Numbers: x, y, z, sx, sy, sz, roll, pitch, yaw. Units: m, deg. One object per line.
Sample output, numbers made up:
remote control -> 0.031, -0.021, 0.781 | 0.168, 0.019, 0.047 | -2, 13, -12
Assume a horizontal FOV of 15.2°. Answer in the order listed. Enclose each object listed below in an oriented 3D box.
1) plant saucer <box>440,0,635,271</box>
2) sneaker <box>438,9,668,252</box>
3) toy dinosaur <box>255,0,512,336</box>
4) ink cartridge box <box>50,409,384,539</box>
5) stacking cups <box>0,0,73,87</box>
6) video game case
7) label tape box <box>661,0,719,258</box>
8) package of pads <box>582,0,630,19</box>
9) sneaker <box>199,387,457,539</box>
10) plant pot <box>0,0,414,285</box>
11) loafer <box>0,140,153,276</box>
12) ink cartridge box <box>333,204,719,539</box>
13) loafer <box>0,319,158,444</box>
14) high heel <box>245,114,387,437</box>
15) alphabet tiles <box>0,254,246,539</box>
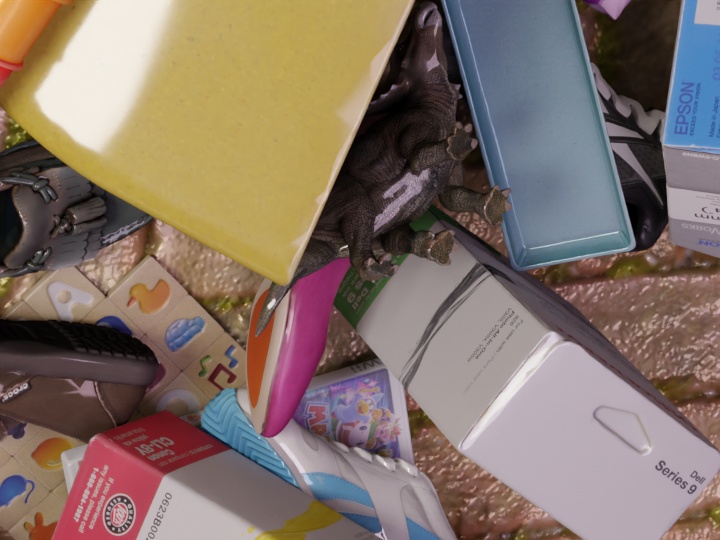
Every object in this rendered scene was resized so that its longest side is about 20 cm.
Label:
plant saucer -> 0.091, -0.096, 1.431 | 0.070, 0.019, 0.200 | -11, 115, 13
sneaker -> 0.106, -0.071, 1.485 | 0.200, 0.066, 0.091 | 29, 66, -31
toy dinosaur -> 0.010, -0.039, 1.401 | 0.077, 0.102, 0.200 | 40, 80, -39
ink cartridge box -> -0.068, 0.188, 1.434 | 0.083, 0.200, 0.145 | -13, 129, -65
stacking cups -> -0.142, -0.153, 1.210 | 0.060, 0.061, 0.200 | 32, 102, -30
video game case -> -0.063, 0.139, 1.545 | 0.200, 0.018, 0.143 | -16, 117, -16
label tape box -> 0.207, -0.087, 1.476 | 0.063, 0.200, 0.144 | 7, 69, 11
package of pads -> 0.152, -0.247, 1.439 | 0.200, 0.076, 0.121 | -48, 118, 3
sneaker -> -0.012, 0.132, 1.515 | 0.200, 0.076, 0.081 | 48, 53, -20
plant pot -> -0.091, -0.136, 1.325 | 0.200, 0.196, 0.194 | 22, 103, -9
loafer -> -0.194, -0.021, 1.393 | 0.200, 0.063, 0.072 | -9, 116, -18
ink cartridge box -> 0.088, 0.057, 1.471 | 0.146, 0.200, 0.084 | 35, 97, -30
loafer -> -0.206, 0.061, 1.419 | 0.200, 0.073, 0.071 | 9, 103, -19
high heel -> 0.000, 0.000, 1.460 | 0.096, 0.067, 0.200 | 16, 85, -18
alphabet tiles -> -0.137, 0.089, 1.507 | 0.166, 0.006, 0.200 | -43, 121, 0
